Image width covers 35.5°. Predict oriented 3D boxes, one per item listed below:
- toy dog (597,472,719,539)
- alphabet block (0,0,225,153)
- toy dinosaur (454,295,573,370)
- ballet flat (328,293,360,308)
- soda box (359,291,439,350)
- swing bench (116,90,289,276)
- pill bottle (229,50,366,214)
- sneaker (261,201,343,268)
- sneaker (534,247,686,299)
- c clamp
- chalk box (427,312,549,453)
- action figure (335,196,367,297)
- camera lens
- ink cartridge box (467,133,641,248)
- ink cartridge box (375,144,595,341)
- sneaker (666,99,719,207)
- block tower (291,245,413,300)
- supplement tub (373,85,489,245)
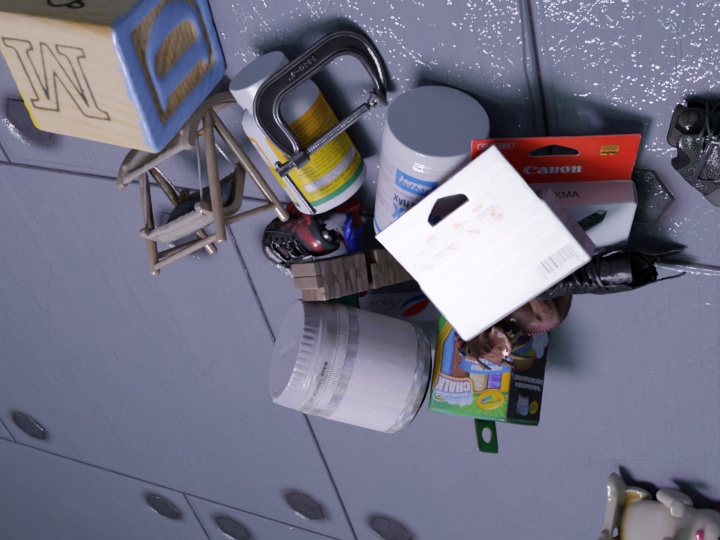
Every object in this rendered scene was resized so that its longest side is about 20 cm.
[{"bbox_3d":[0.489,0.419,1.750,0.199,0.140,0.194,3,148,33],"label":"toy dog"},{"bbox_3d":[-0.321,-0.293,1.454,0.199,0.196,0.197,12,138,23],"label":"alphabet block"},{"bbox_3d":[0.211,0.058,1.460,0.199,0.136,0.086,-18,146,0],"label":"toy dinosaur"},{"bbox_3d":[-0.027,0.077,1.679,0.075,0.068,0.201,-129,27,-55],"label":"ballet flat"},{"bbox_3d":[0.068,0.077,1.707,0.200,0.068,0.064,-4,129,39],"label":"soda box"},{"bbox_3d":[-0.236,-0.123,1.586,0.199,0.130,0.201,-21,91,48],"label":"swing bench"},{"bbox_3d":[-0.085,-0.182,1.479,0.113,0.113,0.200,-7,129,40],"label":"pill bottle"},{"bbox_3d":[-0.087,-0.043,1.588,0.071,0.098,0.200,50,174,-19],"label":"sneaker"},{"bbox_3d":[0.296,0.000,1.390,0.199,0.060,0.104,0,170,-30],"label":"sneaker"},{"bbox_3d":[-0.043,-0.196,1.410,0.171,0.200,0.027,46,-174,-24],"label":"c clamp"},{"bbox_3d":[0.180,0.154,1.582,0.124,0.201,0.125,4,172,33],"label":"chalk box"},{"bbox_3d":[-0.012,-0.032,1.644,0.052,0.066,0.200,-19,135,-5],"label":"action figure"},{"bbox_3d":[-0.011,0.133,1.574,0.199,0.160,0.160,16,147,-17],"label":"camera lens"},{"bbox_3d":[0.228,-0.088,1.340,0.199,0.044,0.174,-2,148,3],"label":"ink cartridge box"},{"bbox_3d":[0.147,-0.035,1.336,0.200,0.045,0.176,-37,98,31],"label":"ink cartridge box"},{"bbox_3d":[0.403,-0.149,1.196,0.114,0.076,0.199,32,150,-11],"label":"sneaker"},{"bbox_3d":[0.000,0.000,1.566,0.058,0.200,0.054,-2,98,51],"label":"block tower"},{"bbox_3d":[0.087,-0.117,1.416,0.132,0.132,0.200,21,143,14],"label":"supplement tub"}]
